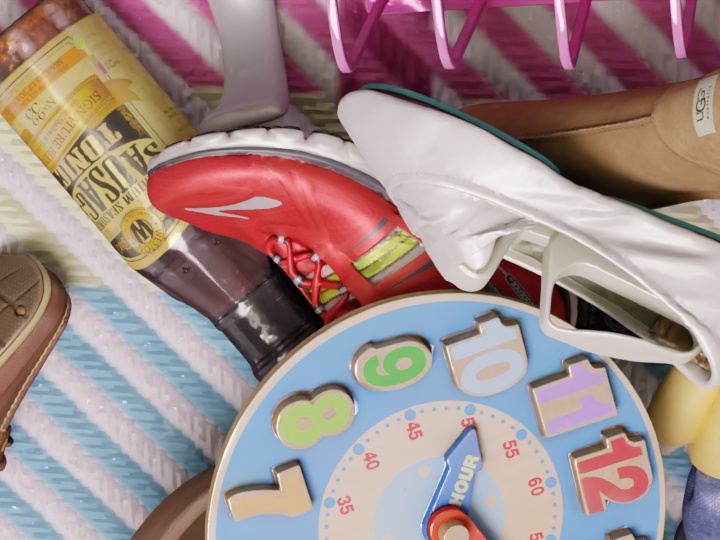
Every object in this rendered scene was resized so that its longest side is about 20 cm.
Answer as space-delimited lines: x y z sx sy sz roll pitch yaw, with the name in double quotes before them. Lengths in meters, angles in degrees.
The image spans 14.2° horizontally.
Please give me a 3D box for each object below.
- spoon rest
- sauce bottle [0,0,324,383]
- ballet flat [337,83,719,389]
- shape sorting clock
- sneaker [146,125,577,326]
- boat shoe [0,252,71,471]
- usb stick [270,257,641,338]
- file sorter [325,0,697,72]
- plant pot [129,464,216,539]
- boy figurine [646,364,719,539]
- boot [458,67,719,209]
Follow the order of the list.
"spoon rest" -0.073 -0.161 1.264 0.099 0.061 0.200 -13 98 14
"sauce bottle" -0.087 -0.033 1.292 0.066 0.066 0.200 -43 88 24
"ballet flat" 0.074 -0.010 1.181 0.200 0.069 0.069 25 116 0
"shape sorting clock" 0.034 0.106 1.220 0.200 0.039 0.200 -4 103 -16
"sneaker" 0.000 0.000 1.239 0.200 0.085 0.077 20 159 -11
"boat shoe" -0.201 0.074 1.386 0.068 0.072 0.200 27 112 -40
"usb stick" 0.039 0.003 1.323 0.200 0.033 0.055 4 106 9
"file sorter" 0.084 -0.160 1.189 0.200 0.125 0.139 -3 114 11
"plant pot" -0.060 0.181 1.362 0.093 0.201 0.201 5 121 49
"boy figurine" 0.188 0.070 1.279 0.124 0.064 0.200 10 137 5
"boot" 0.153 -0.048 1.229 0.175 0.066 0.200 20 163 -34
